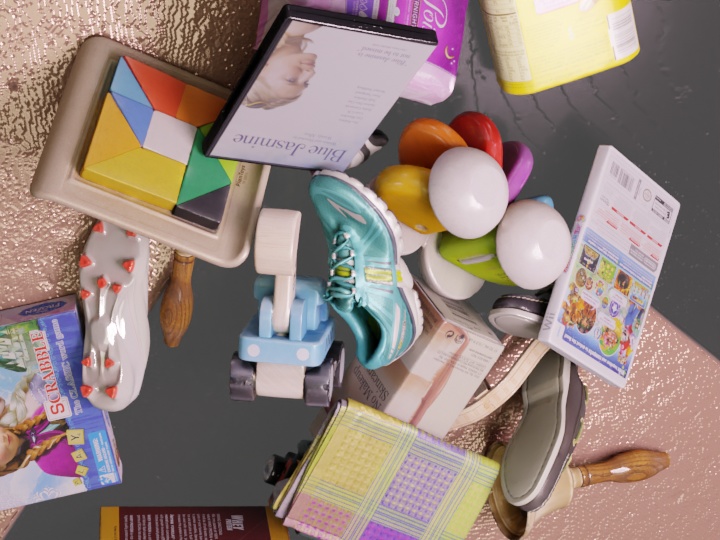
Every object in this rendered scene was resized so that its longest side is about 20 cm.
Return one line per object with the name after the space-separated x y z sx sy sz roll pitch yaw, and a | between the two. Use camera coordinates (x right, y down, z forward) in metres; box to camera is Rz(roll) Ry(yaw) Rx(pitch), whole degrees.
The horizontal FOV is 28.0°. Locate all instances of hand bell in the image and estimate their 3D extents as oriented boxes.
-0.172 -0.010 1.398 0.103 0.105 0.202 6 123 -12 | hand bell
0.244 0.219 1.558 0.197 0.104 0.105 -9 114 -20 | hand bell

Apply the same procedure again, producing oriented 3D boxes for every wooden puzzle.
-0.177 -0.112 1.296 0.198 0.187 0.037 18 146 -11 | wooden puzzle

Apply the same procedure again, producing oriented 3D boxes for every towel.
0.028 0.214 1.422 0.198 0.023 0.145 23 103 -21 | towel

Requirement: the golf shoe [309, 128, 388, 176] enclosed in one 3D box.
-0.032 -0.190 1.348 0.091 0.073 0.202 -20 121 -9 | golf shoe

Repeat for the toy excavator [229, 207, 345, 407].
-0.072 0.030 1.370 0.098 0.195 0.203 4 102 7 | toy excavator

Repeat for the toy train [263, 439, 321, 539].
-0.007 0.249 1.505 0.198 0.114 0.086 24 106 -18 | toy train

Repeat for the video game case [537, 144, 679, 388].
0.247 -0.002 1.421 0.143 0.018 0.202 30 75 -44 | video game case

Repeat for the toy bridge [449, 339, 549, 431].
0.125 0.124 1.502 0.199 0.067 0.027 -38 113 6 | toy bridge

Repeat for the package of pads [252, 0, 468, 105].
0.003 -0.228 1.280 0.198 0.075 0.122 12 86 -39 | package of pads

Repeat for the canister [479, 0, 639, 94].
0.173 -0.279 1.335 0.147 0.087 0.202 -17 115 -2 | canister

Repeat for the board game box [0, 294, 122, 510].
-0.356 0.141 1.441 0.197 0.041 0.202 -13 114 -4 | board game box

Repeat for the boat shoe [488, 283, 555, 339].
0.205 0.043 1.446 0.198 0.073 0.061 15 78 -37 | boat shoe

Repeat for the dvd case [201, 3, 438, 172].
-0.039 -0.151 1.246 0.141 0.018 0.200 4 148 -27 | dvd case

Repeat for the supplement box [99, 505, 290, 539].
-0.168 0.349 1.473 0.197 0.198 0.135 1 113 -11 | supplement box

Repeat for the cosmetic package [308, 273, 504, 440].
0.044 0.119 1.460 0.087 0.103 0.201 23 106 -32 | cosmetic package

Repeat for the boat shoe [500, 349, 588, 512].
0.194 0.168 1.468 0.071 0.202 0.061 -23 122 36 | boat shoe

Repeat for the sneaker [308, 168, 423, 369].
0.000 0.000 1.343 0.080 0.077 0.202 -40 117 -36 | sneaker

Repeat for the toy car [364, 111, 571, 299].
0.108 -0.070 1.385 0.199 0.174 0.151 35 64 -27 | toy car

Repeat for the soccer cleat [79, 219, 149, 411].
-0.236 0.035 1.410 0.068 0.077 0.203 7 93 16 | soccer cleat
